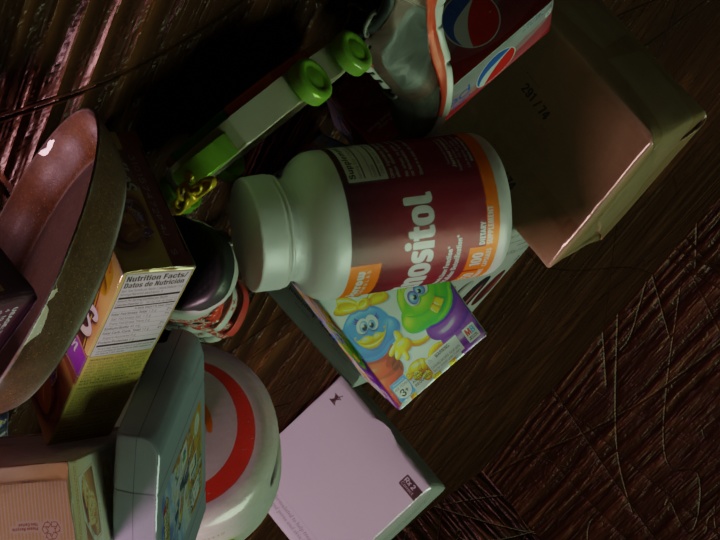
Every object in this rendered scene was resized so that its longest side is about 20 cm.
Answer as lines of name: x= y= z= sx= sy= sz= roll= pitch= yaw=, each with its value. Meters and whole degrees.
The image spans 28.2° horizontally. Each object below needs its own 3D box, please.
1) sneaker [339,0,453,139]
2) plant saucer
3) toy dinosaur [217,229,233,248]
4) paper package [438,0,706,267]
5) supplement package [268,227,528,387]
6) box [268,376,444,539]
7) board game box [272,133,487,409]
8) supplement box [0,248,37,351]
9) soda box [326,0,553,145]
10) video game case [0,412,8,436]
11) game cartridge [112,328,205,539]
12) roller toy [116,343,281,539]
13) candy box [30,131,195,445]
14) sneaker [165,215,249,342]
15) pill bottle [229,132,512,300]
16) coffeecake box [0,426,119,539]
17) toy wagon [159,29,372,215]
sneaker: x=0.018 y=-0.172 z=1.068 sx=0.081 sy=0.077 sz=0.201 roll=-24 pitch=140 yaw=-16
plant saucer: x=-0.190 y=0.001 z=0.849 sx=0.034 sy=0.201 sz=0.201 roll=26 pitch=119 yaw=-26
toy dinosaur: x=-0.179 y=0.036 z=1.203 sx=0.199 sy=0.047 sz=0.089 roll=-37 pitch=149 yaw=-19
paper package: x=0.184 y=-0.142 z=1.327 sx=0.103 sy=0.200 sz=0.191 roll=-24 pitch=158 yaw=-45
supplement package: x=0.047 y=-0.020 z=1.414 sx=0.201 sy=0.147 sz=0.191 roll=-51 pitch=162 yaw=27
box: x=-0.023 y=0.288 z=1.966 sx=0.200 sy=0.199 sz=0.131 roll=-42 pitch=164 yaw=2
board game box: x=0.000 y=0.000 z=1.216 sx=0.103 sy=0.201 sz=0.105 roll=-39 pitch=-158 yaw=-7
supplement box: x=-0.286 y=0.013 z=0.715 sx=0.103 sy=0.131 sz=0.199 roll=-49 pitch=162 yaw=28
soda box: x=0.068 y=-0.174 z=1.196 sx=0.200 sy=0.070 sz=0.063 roll=-41 pitch=166 yaw=-7
video game case: x=-0.369 y=0.172 z=1.139 sx=0.199 sy=0.023 sz=0.183 roll=-33 pitch=162 yaw=-29
game cartridge: x=-0.145 y=0.161 z=1.046 sx=0.134 sy=0.041 sz=0.202 roll=-81 pitch=176 yaw=-52
roller toy: x=-0.166 y=0.164 z=1.322 sx=0.183 sy=0.199 sz=0.140 roll=-48 pitch=166 yaw=-18
candy box: x=-0.185 y=0.015 z=0.978 sx=0.056 sy=0.117 sz=0.201 roll=-6 pitch=145 yaw=-35
sneaker: x=-0.114 y=0.010 z=1.036 sx=0.107 sy=0.068 sz=0.200 roll=18 pitch=166 yaw=-35
pill bottle: x=0.006 y=-0.039 z=1.090 sx=0.198 sy=0.114 sz=0.113 roll=-9 pitch=152 yaw=-20
coffeecake box: x=-0.247 y=0.163 z=1.026 sx=0.151 sy=0.074 sz=0.200 roll=-6 pitch=180 yaw=7
toy wagon: x=-0.078 y=-0.097 z=0.989 sx=0.155 sy=0.040 sz=0.200 roll=-36 pitch=-175 yaw=33
